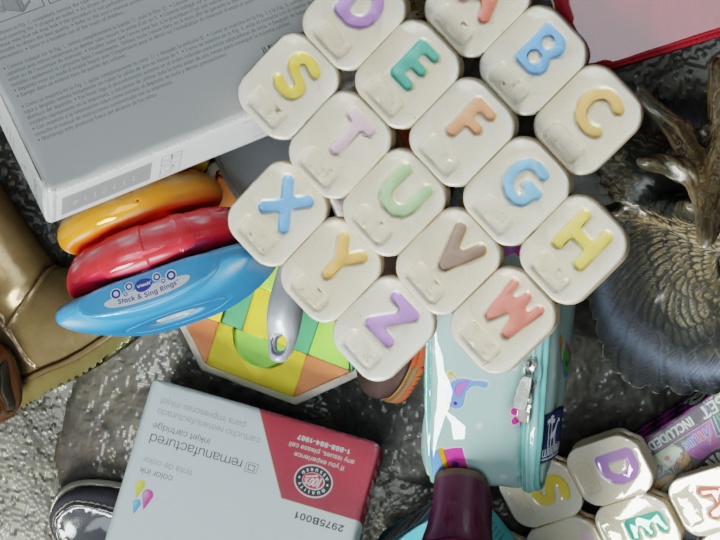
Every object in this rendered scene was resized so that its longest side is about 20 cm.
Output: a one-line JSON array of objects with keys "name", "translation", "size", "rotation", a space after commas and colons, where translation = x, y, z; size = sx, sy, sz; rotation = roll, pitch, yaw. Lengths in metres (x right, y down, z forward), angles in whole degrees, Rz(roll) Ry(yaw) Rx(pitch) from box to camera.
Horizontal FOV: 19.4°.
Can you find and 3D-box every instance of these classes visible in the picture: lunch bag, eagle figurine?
[{"name": "lunch bag", "translation": [0.081, 0.018, 1.158], "size": [0.076, 0.200, 0.162], "rotation": [7, 116, 6]}, {"name": "eagle figurine", "translation": [0.184, -0.027, 1.123], "size": [0.151, 0.200, 0.152], "rotation": [-22, 74, -1]}]

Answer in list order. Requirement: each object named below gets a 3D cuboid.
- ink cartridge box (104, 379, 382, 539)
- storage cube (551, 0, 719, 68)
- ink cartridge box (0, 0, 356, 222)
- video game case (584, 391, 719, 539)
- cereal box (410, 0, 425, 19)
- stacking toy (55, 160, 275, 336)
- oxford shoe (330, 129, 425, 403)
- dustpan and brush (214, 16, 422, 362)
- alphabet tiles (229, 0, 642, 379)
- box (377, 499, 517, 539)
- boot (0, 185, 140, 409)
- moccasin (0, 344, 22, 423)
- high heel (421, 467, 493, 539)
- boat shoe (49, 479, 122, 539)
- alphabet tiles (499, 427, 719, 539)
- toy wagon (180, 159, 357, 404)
[{"name": "ink cartridge box", "translation": [-0.081, 0.184, 1.250], "size": [0.144, 0.083, 0.202], "rotation": [15, 79, 2]}, {"name": "storage cube", "translation": [0.178, -0.208, 1.098], "size": [0.178, 0.200, 0.172], "rotation": [-17, 93, 13]}, {"name": "ink cartridge box", "translation": [-0.110, -0.143, 1.112], "size": [0.199, 0.045, 0.177], "rotation": [-23, 74, -17]}, {"name": "video game case", "translation": [0.263, 0.138, 1.251], "size": [0.199, 0.036, 0.182], "rotation": [-34, 97, 15]}, {"name": "cereal box", "translation": [-0.064, -0.194, 1.193], "size": [0.198, 0.040, 0.145], "rotation": [-13, 77, 12]}, {"name": "stacking toy", "translation": [-0.129, -0.070, 1.149], "size": [0.115, 0.110, 0.202], "rotation": [-18, 83, 6]}, {"name": "oxford shoe", "translation": [0.000, 0.000, 1.172], "size": [0.072, 0.071, 0.201], "rotation": [-11, 134, -12]}, {"name": "dustpan and brush", "translation": [-0.037, -0.050, 1.204], "size": [0.138, 0.057, 0.202], "rotation": [5, 76, 17]}, {"name": "alphabet tiles", "translation": [0.034, -0.051, 1.043], "size": [0.196, 0.015, 0.200], "rotation": [-44, 83, 13]}, {"name": "box", "translation": [0.091, 0.230, 1.276], "size": [0.200, 0.049, 0.082], "rotation": [51, 128, -2]}, {"name": "boot", "translation": [-0.212, -0.028, 1.249], "size": [0.175, 0.066, 0.201], "rotation": [-29, 98, 36]}, {"name": "moccasin", "translation": [-0.301, 0.076, 1.283], "size": [0.200, 0.078, 0.074], "rotation": [7, 110, 31]}, {"name": "high heel", "translation": [0.063, 0.197, 1.144], "size": [0.067, 0.097, 0.200], "rotation": [-5, 143, 19]}, {"name": "boat shoe", "translation": [-0.114, 0.203, 1.311], "size": [0.199, 0.063, 0.073], "rotation": [36, 109, 0]}, {"name": "alphabet tiles", "translation": [0.164, 0.193, 1.260], "size": [0.195, 0.015, 0.201], "rotation": [-21, 102, 30]}, {"name": "toy wagon", "translation": [-0.038, -0.025, 1.257], "size": [0.154, 0.040, 0.202], "rotation": [20, 106, 3]}]
